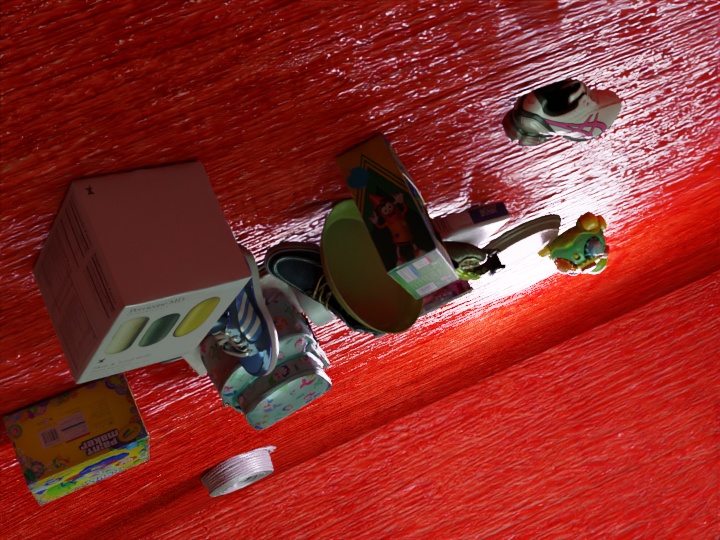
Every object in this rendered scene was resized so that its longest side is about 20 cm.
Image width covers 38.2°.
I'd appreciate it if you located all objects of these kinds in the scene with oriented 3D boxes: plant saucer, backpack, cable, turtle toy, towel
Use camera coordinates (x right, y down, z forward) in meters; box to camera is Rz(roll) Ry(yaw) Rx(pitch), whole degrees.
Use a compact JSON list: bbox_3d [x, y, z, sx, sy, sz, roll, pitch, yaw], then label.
[{"bbox_3d":[0.011,-0.002,1.446,0.031,0.200,0.200,-26,167,38],"label":"plant saucer"},{"bbox_3d":[-0.143,0.140,1.574,0.177,0.151,0.200,-31,150,-4],"label":"backpack"},{"bbox_3d":[-0.343,0.569,2.919,0.200,0.069,0.200,-34,162,26],"label":"cable"},{"bbox_3d":[0.467,-0.044,2.198,0.146,0.101,0.200,-33,163,23],"label":"turtle toy"},{"bbox_3d":[-0.192,0.074,1.594,0.200,0.032,0.191,-31,155,-4],"label":"towel"},{"bbox_3d":[0.316,-0.050,2.077,0.200,0.030,0.200,-24,163,-8],"label":"plant saucer"}]

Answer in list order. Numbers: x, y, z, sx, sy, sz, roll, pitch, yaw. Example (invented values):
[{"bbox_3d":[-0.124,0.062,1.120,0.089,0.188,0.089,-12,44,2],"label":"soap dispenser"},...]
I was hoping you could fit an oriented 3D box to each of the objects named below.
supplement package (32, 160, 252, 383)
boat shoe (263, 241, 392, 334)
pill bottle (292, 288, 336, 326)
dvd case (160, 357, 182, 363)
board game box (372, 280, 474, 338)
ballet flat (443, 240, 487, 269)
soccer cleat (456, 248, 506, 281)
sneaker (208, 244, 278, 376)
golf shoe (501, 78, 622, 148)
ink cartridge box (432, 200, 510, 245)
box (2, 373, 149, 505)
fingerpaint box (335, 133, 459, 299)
[{"bbox_3d":[-0.245,0.004,1.143,0.152,0.151,0.200,-14,160,-35],"label":"supplement package"},{"bbox_3d":[-0.042,0.024,1.482,0.200,0.091,0.071,19,118,-16],"label":"boat shoe"},{"bbox_3d":[0.000,0.000,1.591,0.200,0.110,0.110,-29,164,9],"label":"pill bottle"},{"bbox_3d":[-0.218,0.089,1.684,0.200,0.025,0.150,-16,161,-33],"label":"dvd case"},{"bbox_3d":[0.102,0.059,1.958,0.200,0.026,0.200,-26,-173,-2],"label":"board game box"},{"bbox_3d":[0.101,-0.016,1.654,0.199,0.046,0.067,2,150,6],"label":"ballet flat"},{"bbox_3d":[0.183,-0.003,1.810,0.084,0.065,0.200,-26,168,29],"label":"soccer cleat"},{"bbox_3d":[-0.192,0.075,1.386,0.080,0.200,0.146,7,-154,37],"label":"sneaker"},{"bbox_3d":[0.293,-0.221,1.420,0.200,0.073,0.092,-16,159,-33],"label":"golf shoe"},{"bbox_3d":[0.130,-0.041,1.790,0.196,0.043,0.200,-17,165,-32],"label":"ink cartridge box"},{"bbox_3d":[-0.465,0.281,1.727,0.200,0.122,0.193,-21,164,-17],"label":"box"},{"bbox_3d":[0.053,-0.065,1.363,0.073,0.167,0.200,-26,163,7],"label":"fingerpaint box"}]
